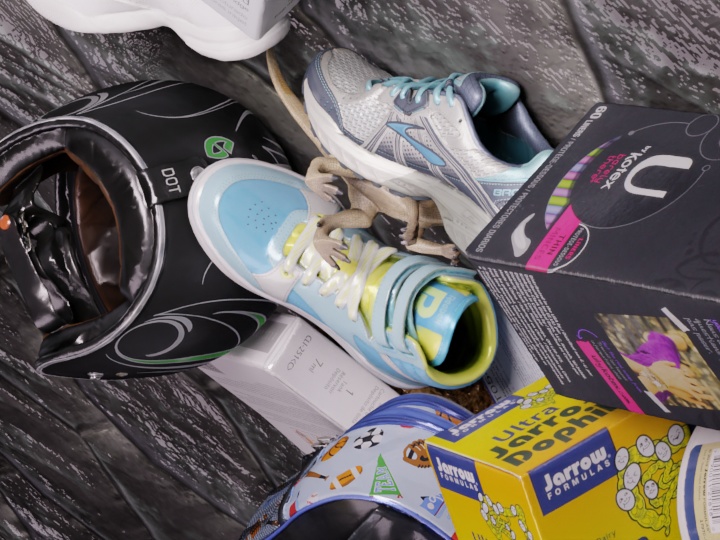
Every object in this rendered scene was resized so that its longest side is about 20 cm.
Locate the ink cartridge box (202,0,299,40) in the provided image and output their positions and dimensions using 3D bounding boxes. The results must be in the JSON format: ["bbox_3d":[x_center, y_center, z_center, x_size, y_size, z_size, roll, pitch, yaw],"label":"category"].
[{"bbox_3d":[-0.076,-0.231,1.409,0.145,0.083,0.200,38,158,10],"label":"ink cartridge box"}]

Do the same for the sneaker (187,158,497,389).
[{"bbox_3d":[0.000,0.000,1.607,0.200,0.080,0.130,34,169,-21],"label":"sneaker"}]

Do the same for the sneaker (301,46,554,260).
[{"bbox_3d":[0.052,-0.080,1.518,0.200,0.077,0.087,36,131,29],"label":"sneaker"}]

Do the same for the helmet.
[{"bbox_3d":[-0.131,-0.025,1.730,0.199,0.201,0.190,29,-162,27],"label":"helmet"}]

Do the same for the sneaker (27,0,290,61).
[{"bbox_3d":[-0.125,-0.185,1.609,0.199,0.075,0.089,14,133,38],"label":"sneaker"}]

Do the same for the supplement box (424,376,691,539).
[{"bbox_3d":[0.133,0.166,1.529,0.109,0.108,0.201,14,128,61],"label":"supplement box"}]

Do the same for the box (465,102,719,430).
[{"bbox_3d":[0.171,-0.001,1.378,0.199,0.122,0.106,10,142,50],"label":"box"}]

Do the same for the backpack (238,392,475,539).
[{"bbox_3d":[0.036,0.168,1.661,0.199,0.155,0.190,33,151,-10],"label":"backpack"}]

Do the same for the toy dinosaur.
[{"bbox_3d":[0.006,-0.051,1.586,0.199,0.101,0.058,29,130,14],"label":"toy dinosaur"}]

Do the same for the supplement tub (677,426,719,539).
[{"bbox_3d":[0.265,0.112,1.403,0.144,0.145,0.200,46,157,-11],"label":"supplement tub"}]

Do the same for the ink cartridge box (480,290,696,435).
[{"bbox_3d":[0.145,0.082,1.606,0.197,0.043,0.200,61,159,3],"label":"ink cartridge box"}]

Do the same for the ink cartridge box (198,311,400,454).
[{"bbox_3d":[-0.025,0.089,1.833,0.176,0.045,0.200,40,169,-21],"label":"ink cartridge box"}]

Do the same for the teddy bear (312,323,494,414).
[{"bbox_3d":[0.040,0.075,1.821,0.145,0.067,0.200,54,163,-6],"label":"teddy bear"}]
